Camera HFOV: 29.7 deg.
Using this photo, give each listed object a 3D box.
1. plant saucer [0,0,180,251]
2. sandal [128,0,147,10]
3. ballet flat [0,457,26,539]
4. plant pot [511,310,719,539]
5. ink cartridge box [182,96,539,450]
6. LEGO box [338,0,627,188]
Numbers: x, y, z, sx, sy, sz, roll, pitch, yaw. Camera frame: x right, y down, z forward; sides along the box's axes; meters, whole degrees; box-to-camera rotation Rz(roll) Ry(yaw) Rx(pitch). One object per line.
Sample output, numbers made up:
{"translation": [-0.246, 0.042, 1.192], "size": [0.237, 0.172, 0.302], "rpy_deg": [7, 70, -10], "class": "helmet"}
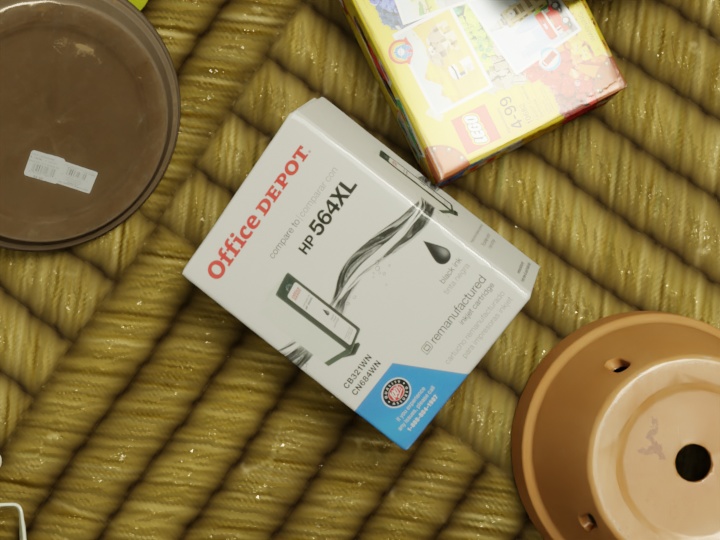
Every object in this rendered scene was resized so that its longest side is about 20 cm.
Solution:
{"translation": [-0.217, -0.104, 0.934], "size": [0.199, 0.029, 0.201], "rpy_deg": [-10, 115, -22], "class": "plant saucer"}
{"translation": [-0.248, -0.187, 0.959], "size": [0.199, 0.080, 0.087], "rpy_deg": [-27, 50, -16], "class": "sandal"}
{"translation": [-0.277, 0.170, 0.956], "size": [0.071, 0.069, 0.201], "rpy_deg": [-23, 91, -20], "class": "ballet flat"}
{"translation": [0.210, 0.127, 0.922], "size": [0.199, 0.140, 0.201], "rpy_deg": [0, 87, -1], "class": "plant pot"}
{"translation": [0.000, 0.000, 0.934], "size": [0.200, 0.084, 0.146], "rpy_deg": [37, 108, 1], "class": "ink cartridge box"}
{"translation": [0.075, -0.181, 0.969], "size": [0.148, 0.077, 0.201], "rpy_deg": [-27, 87, -3], "class": "LEGO box"}
